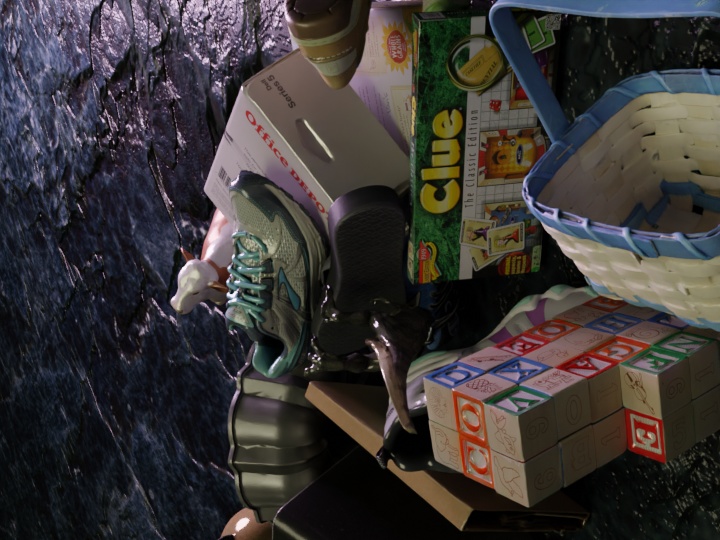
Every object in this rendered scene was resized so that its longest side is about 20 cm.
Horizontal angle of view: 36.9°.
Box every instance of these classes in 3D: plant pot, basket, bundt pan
[{"bbox_3d":[0.049,0.280,0.969,0.176,0.199,0.202,28,130,29],"label":"plant pot"},{"bbox_3d":[0.168,-0.070,0.605,0.175,0.139,0.201,23,156,49],"label":"basket"},{"bbox_3d":[-0.037,0.144,1.019,0.075,0.201,0.205,1,110,30],"label":"bundt pan"}]

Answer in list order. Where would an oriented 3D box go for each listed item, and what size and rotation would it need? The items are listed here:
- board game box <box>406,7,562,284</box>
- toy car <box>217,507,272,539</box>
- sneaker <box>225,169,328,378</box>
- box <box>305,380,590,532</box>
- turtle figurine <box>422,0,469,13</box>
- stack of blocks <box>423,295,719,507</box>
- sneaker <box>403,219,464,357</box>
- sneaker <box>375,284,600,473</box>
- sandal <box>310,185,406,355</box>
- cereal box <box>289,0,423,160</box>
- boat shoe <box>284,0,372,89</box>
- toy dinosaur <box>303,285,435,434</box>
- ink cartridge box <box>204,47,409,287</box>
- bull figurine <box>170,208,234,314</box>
[{"bbox_3d":[0.086,-0.086,0.777,0.024,0.103,0.203,-108,15,-60],"label":"board game box"},{"bbox_3d":[-0.091,0.306,1.169,0.157,0.198,0.167,31,132,45],"label":"toy car"},{"bbox_3d":[-0.073,0.012,0.886,0.077,0.086,0.202,26,146,40],"label":"sneaker"},{"bbox_3d":[0.069,0.150,0.886,0.199,0.162,0.022,34,104,43],"label":"box"},{"bbox_3d":[0.020,-0.264,0.717,0.195,0.143,0.200,55,-178,-5],"label":"turtle figurine"},{"bbox_3d":[0.152,0.072,0.671,0.115,0.198,0.059,15,119,53],"label":"stack of blocks"},{"bbox_3d":[0.059,0.010,0.913,0.089,0.078,0.201,43,145,14],"label":"sneaker"},{"bbox_3d":[0.097,0.092,0.768,0.199,0.140,0.078,-33,100,25],"label":"sneaker"},{"bbox_3d":[0.001,0.000,0.849,0.201,0.075,0.043,102,153,-50],"label":"sandal"},{"bbox_3d":[0.016,-0.150,0.905,0.199,0.039,0.146,18,124,53],"label":"cereal box"},{"bbox_3d":[-0.019,-0.212,0.830,0.071,0.202,0.077,-6,133,17],"label":"boat shoe"},{"bbox_3d":[0.009,0.054,0.786,0.087,0.200,0.048,13,111,3],"label":"toy dinosaur"},{"bbox_3d":[-0.049,-0.077,0.931,0.146,0.084,0.200,51,155,5],"label":"ink cartridge box"},{"bbox_3d":[-0.122,-0.022,1.058,0.064,0.202,0.122,16,145,10],"label":"bull figurine"}]
